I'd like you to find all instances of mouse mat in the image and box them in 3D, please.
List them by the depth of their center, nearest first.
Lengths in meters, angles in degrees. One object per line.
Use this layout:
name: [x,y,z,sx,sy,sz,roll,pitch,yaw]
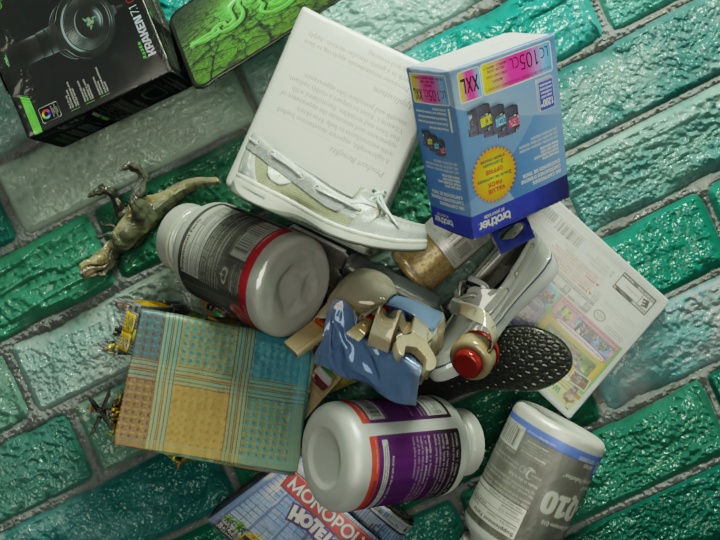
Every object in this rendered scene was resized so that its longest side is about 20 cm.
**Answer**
mouse mat: [-0.123,-0.301,0.920,0.198,0.008,0.162,-30,51,3]

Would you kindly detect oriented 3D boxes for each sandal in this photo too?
sandal: [0.147,0.104,0.936,0.197,0.048,0.077,-13,100,26]

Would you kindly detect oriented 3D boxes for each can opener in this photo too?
can opener: [0.000,0.000,0.918,0.197,0.067,0.054,26,126,6]

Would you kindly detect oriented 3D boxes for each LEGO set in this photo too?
LEGO set: [-0.230,0.120,0.910,0.153,0.115,0.203,29,101,32]

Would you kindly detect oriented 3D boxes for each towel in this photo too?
towel: [-0.152,0.130,0.865,0.196,0.022,0.150,12,81,-15]

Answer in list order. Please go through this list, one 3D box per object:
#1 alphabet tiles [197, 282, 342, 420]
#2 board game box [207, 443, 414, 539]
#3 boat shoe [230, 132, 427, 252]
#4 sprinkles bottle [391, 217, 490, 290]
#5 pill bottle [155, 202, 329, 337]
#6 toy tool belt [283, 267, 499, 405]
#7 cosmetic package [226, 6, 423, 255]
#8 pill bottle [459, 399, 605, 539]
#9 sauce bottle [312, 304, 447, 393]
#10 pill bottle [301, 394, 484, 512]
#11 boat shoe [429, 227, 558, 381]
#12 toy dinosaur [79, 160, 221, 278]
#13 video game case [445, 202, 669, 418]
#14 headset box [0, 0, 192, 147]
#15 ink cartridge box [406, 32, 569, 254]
alphabet tiles: [-0.097,0.067,0.938,0.167,0.008,0.200,-47,67,-2]
board game box: [-0.041,0.277,0.955,0.199,0.062,0.201,40,94,1]
boat shoe: [-0.026,-0.069,0.774,0.199,0.074,0.066,21,97,8]
sprinkles bottle: [0.128,-0.059,0.934,0.199,0.068,0.068,-41,90,3]
pill bottle: [-0.137,-0.011,0.890,0.198,0.110,0.113,22,93,39]
toy tool belt: [0.031,0.084,0.822,0.197,0.123,0.127,19,121,22]
cosmetic package: [-0.024,-0.143,0.890,0.163,0.165,0.203,25,92,2]
pill bottle: [0.187,0.262,0.918,0.112,0.114,0.203,24,93,2]
sauce bottle: [0.008,0.092,0.946,0.197,0.065,0.066,-22,91,3]
pill bottle: [0.041,0.197,0.888,0.197,0.112,0.115,3,92,-36]
boat shoe: [0.134,0.034,0.900,0.200,0.073,0.066,-46,114,-14]
toy dinosaur: [-0.269,-0.078,0.963,0.199,0.048,0.089,-38,104,3]
video game case: [0.231,0.039,0.956,0.199,0.022,0.183,41,93,0]
headset box: [-0.324,-0.261,0.935,0.197,0.093,0.177,-22,91,5]
ink cartridge box: [0.135,-0.122,0.817,0.135,0.076,0.203,-24,117,-23]
